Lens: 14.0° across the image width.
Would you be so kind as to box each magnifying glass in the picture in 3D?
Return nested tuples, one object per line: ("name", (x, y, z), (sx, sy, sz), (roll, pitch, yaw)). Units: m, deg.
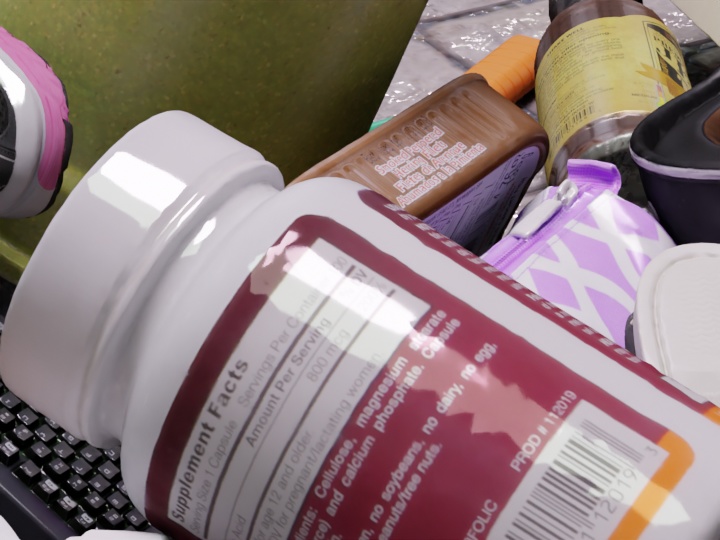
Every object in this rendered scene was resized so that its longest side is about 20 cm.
("magnifying glass", (0.022, -0.051, 1.199), (0.080, 0.022, 0.200), (16, 32, 28))

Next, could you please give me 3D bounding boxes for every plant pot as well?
("plant pot", (-0.051, -0.109, 1.026), (0.200, 0.184, 0.200), (22, 38, -18))

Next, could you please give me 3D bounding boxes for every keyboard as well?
("keyboard", (-0.135, 0.045, 0.936), (0.200, 0.021, 0.127), (41, 41, 11))

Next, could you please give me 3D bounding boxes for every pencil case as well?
("pencil case", (0.038, 0.037, 0.974), (0.084, 0.086, 0.200), (13, 32, 30))

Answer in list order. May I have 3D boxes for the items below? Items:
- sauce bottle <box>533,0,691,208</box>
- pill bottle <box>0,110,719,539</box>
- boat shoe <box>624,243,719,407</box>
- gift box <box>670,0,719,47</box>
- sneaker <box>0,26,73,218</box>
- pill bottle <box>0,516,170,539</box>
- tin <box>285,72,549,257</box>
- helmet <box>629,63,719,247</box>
("sauce bottle", (0.102, -0.072, 1.191), (0.065, 0.065, 0.200), (-1, 31, 0))
("pill bottle", (0.005, 0.046, 0.819), (0.200, 0.114, 0.114), (32, 39, 15))
("boat shoe", (0.110, 0.084, 0.909), (0.074, 0.060, 0.200), (0, 49, -4))
("gift box", (0.214, -0.170, 1.201), (0.200, 0.185, 0.187), (13, 22, -28))
("sneaker", (-0.192, -0.079, 0.962), (0.200, 0.080, 0.086), (24, 17, 22))
("pill bottle", (-0.153, 0.116, 0.804), (0.200, 0.116, 0.116), (1, 29, 3))
("tin", (0.000, 0.000, 1.002), (0.042, 0.112, 0.200), (34, 36, 16))
("helmet", (0.202, -0.055, 1.033), (0.200, 0.191, 0.200), (15, 10, -3))
